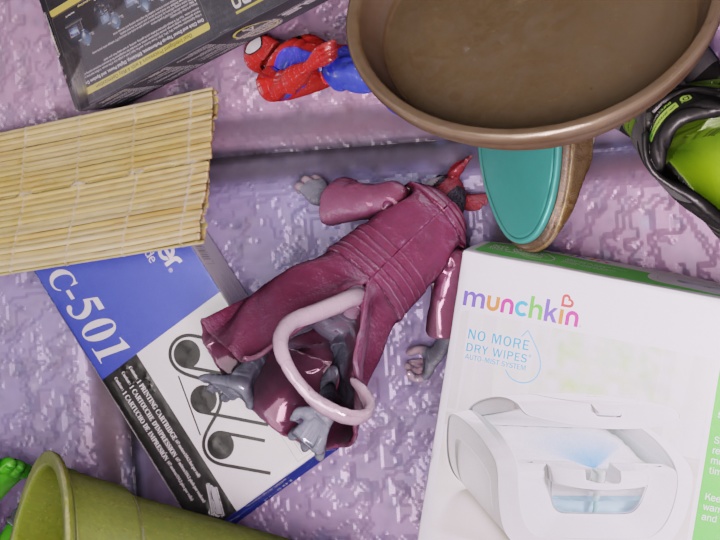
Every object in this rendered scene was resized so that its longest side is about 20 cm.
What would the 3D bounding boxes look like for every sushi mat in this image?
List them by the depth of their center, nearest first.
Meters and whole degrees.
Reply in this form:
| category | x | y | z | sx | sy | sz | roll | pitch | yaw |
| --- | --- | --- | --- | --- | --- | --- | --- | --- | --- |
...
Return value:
| category | x | y | z | sx | sy | sz | roll | pitch | yaw |
| --- | --- | --- | --- | --- | --- | --- | --- | --- | --- |
| sushi mat | -0.166 | -0.047 | 1.516 | 0.199 | 0.012 | 0.096 | -9 | 63 | 32 |

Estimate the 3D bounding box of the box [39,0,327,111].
| category | x | y | z | sx | sy | sz | roll | pitch | yaw |
| --- | --- | --- | --- | --- | --- | --- | --- | --- | --- |
| box | -0.109 | -0.201 | 1.485 | 0.199 | 0.049 | 0.162 | -24 | 81 | 37 |

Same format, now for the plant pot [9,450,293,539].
| category | x | y | z | sx | sy | sz | roll | pitch | yaw |
| --- | --- | --- | --- | --- | --- | --- | --- | --- | --- |
| plant pot | -0.094 | 0.211 | 1.437 | 0.189 | 0.200 | 0.202 | 8 | 94 | -16 |

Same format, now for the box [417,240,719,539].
| category | x | y | z | sx | sy | sz | roll | pitch | yaw |
| --- | --- | --- | --- | --- | --- | --- | --- | --- | --- |
| box | 0.148 | 0.088 | 1.414 | 0.199 | 0.097 | 0.178 | 12 | 97 | 19 |

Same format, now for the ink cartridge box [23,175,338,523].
| category | x | y | z | sx | sy | sz | roll | pitch | yaw |
| --- | --- | --- | --- | --- | --- | --- | --- | --- | --- |
| ink cartridge box | -0.105 | 0.046 | 1.521 | 0.094 | 0.044 | 0.201 | -36 | 80 | 14 |

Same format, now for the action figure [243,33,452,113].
| category | x | y | z | sx | sy | sz | roll | pitch | yaw |
| --- | --- | --- | --- | --- | --- | --- | --- | --- | --- |
| action figure | -0.001 | -0.115 | 1.448 | 0.199 | 0.065 | 0.052 | 7 | 116 | 49 |

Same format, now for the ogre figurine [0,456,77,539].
| category | x | y | z | sx | sy | sz | roll | pitch | yaw |
| --- | --- | --- | --- | --- | --- | --- | --- | --- | --- |
| ogre figurine | -0.262 | 0.172 | 1.555 | 0.198 | 0.098 | 0.121 | 4 | 74 | 3 |

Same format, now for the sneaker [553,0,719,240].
| category | x | y | z | sx | sy | sz | roll | pitch | yaw |
| --- | --- | --- | --- | --- | --- | --- | --- | --- | --- |
| sneaker | 0.168 | -0.082 | 1.340 | 0.071 | 0.083 | 0.200 | -40 | 64 | 4 |

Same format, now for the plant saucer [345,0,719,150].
| category | x | y | z | sx | sy | sz | roll | pitch | yaw |
| --- | --- | --- | --- | --- | --- | --- | --- | --- | --- |
| plant saucer | 0.091 | -0.133 | 1.343 | 0.199 | 0.030 | 0.201 | -7 | 48 | 8 |

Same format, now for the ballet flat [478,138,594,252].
| category | x | y | z | sx | sy | sz | roll | pitch | yaw |
| --- | --- | --- | --- | --- | --- | --- | --- | --- | --- |
| ballet flat | 0.096 | -0.107 | 1.435 | 0.068 | 0.072 | 0.201 | -27 | 70 | 38 |

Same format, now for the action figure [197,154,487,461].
| category | x | y | z | sx | sy | sz | roll | pitch | yaw |
| --- | --- | --- | --- | --- | --- | --- | --- | --- | --- |
| action figure | 0.000 | 0.000 | 1.432 | 0.134 | 0.149 | 0.200 | 42 | 71 | 4 |
